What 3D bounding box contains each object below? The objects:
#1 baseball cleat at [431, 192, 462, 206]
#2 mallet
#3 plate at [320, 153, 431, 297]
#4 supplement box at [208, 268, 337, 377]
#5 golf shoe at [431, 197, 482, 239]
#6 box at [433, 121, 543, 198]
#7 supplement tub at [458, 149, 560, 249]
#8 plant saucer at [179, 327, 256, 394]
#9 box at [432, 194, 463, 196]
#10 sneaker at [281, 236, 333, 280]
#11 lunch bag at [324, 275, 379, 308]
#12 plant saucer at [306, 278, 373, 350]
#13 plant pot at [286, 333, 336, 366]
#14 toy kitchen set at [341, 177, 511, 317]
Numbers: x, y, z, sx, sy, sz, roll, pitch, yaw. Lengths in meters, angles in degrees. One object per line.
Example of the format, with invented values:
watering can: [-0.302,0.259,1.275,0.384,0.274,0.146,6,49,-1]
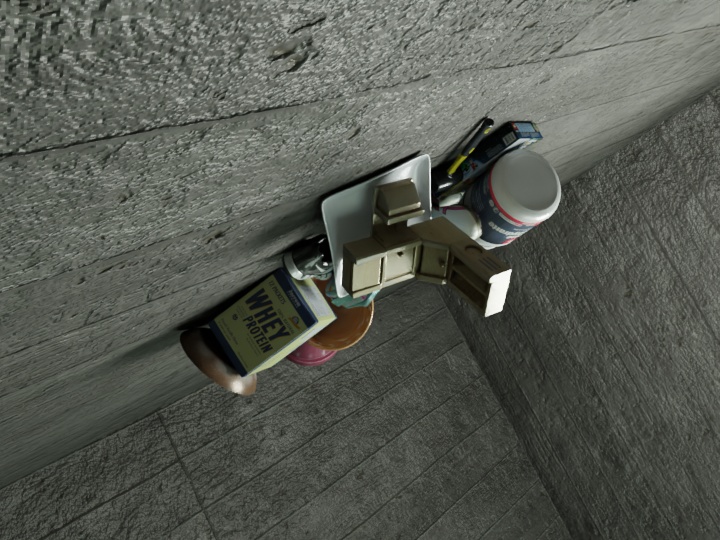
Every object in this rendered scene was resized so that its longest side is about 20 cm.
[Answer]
baseball cleat: [0.145,-0.100,1.280,0.199,0.107,0.070,-31,-159,26]
mallet: [0.185,-0.202,1.017,0.065,0.042,0.200,-23,167,-31]
plate: [0.029,-0.075,0.949,0.198,0.032,0.202,-26,135,-19]
supplement box: [-0.182,0.109,1.268,0.199,0.135,0.200,-37,172,7]
golf shoe: [0.150,-0.093,1.145,0.091,0.074,0.199,-27,-149,-28]
box: [0.243,-0.215,1.139,0.199,0.038,0.136,-34,172,35]
supplement tub: [0.278,-0.131,1.134,0.139,0.142,0.200,-26,172,-22]
plant saucer: [-0.293,0.183,1.252,0.037,0.200,0.200,-49,171,5]
box: [0.146,-0.122,1.386,0.199,0.048,0.121,-34,171,30]
sneaker: [-0.067,-0.026,1.122,0.090,0.067,0.200,-27,172,21]
lunch bag: [0.000,0.000,1.196,0.162,0.076,0.200,-65,-168,-13]
plant saucer: [-0.066,0.086,1.374,0.198,0.202,0.037,-29,174,5]
plant pot: [-0.129,0.129,1.492,0.198,0.202,0.179,-27,167,-15]
toy kitchen set: [0.098,-0.025,0.886,0.198,0.180,0.165,-17,130,-26]
